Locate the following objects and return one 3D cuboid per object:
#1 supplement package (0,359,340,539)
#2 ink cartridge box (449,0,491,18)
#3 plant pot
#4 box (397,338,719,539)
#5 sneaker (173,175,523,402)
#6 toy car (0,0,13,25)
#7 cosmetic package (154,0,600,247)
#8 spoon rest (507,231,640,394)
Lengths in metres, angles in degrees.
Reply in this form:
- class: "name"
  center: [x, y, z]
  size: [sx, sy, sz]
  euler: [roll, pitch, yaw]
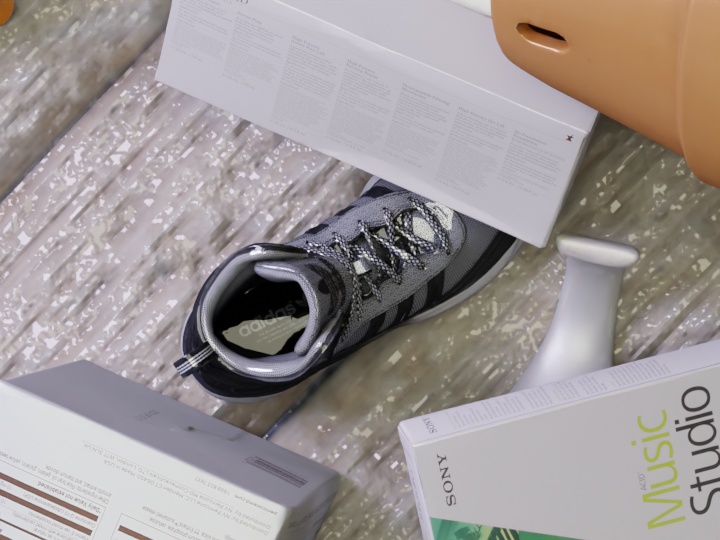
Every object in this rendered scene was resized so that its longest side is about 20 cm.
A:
- class: "supplement package"
  center: [-0.121, 0.163, 1.353]
  size: [0.147, 0.191, 0.200]
  euler: [24, 94, 6]
- class: "ink cartridge box"
  center: [0.115, -0.180, 1.383]
  size: [0.200, 0.075, 0.165]
  euler: [9, 93, 6]
- class: "plant pot"
  center: [0.145, -0.137, 1.259]
  size: [0.140, 0.200, 0.200]
  euler: [15, 92, 21]
- class: "box"
  center: [0.129, 0.116, 1.366]
  size: [0.200, 0.036, 0.144]
  euler: [-14, 107, -5]
- class: "sneaker"
  center: [0.000, 0.000, 1.377]
  size: [0.200, 0.114, 0.076]
  euler: [-32, 88, 5]
- class: "toy car"
  center: [-0.196, -0.183, 1.395]
  size: [0.177, 0.184, 0.200]
  euler: [-13, 130, -12]
- class: "cosmetic package"
  center: [0.010, -0.090, 1.348]
  size: [0.200, 0.083, 0.051]
  euler: [24, 51, 5]
- class: "spoon rest"
  center: [0.097, 0.076, 1.405]
  size: [0.099, 0.061, 0.200]
  euler: [14, 106, 6]
